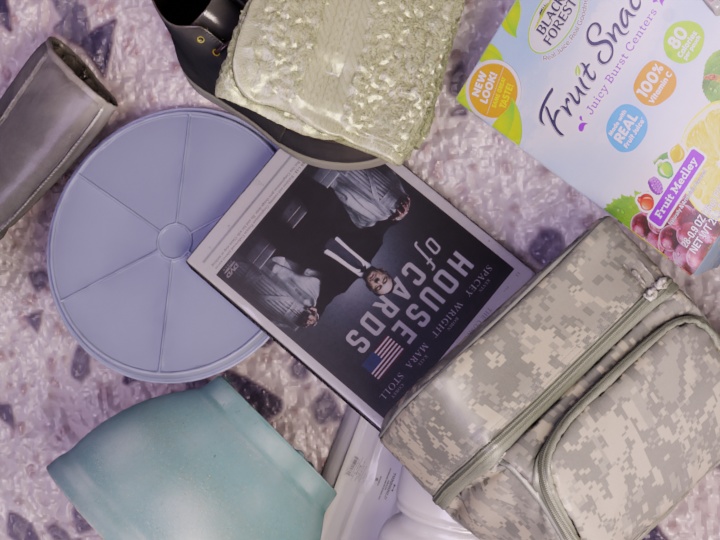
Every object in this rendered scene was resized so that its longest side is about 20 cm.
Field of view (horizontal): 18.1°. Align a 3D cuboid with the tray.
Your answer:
[{"bbox_3d":[0.021,0.147,1.592,0.107,0.022,0.201,27,107,21],"label":"tray"}]

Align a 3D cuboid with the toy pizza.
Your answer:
[{"bbox_3d":[-0.128,-0.017,1.616,0.198,0.032,0.202,-3,76,14],"label":"toy pizza"}]

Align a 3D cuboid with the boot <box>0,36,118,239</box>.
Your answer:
[{"bbox_3d":[-0.280,-0.088,1.679,0.182,0.072,0.201,40,106,36],"label":"boot"}]

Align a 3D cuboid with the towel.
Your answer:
[{"bbox_3d":[-0.001,-0.181,1.495,0.147,0.036,0.202,19,80,-5],"label":"towel"}]

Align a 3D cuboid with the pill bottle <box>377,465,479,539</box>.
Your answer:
[{"bbox_3d":[0.061,0.229,1.532,0.113,0.114,0.202,14,102,23],"label":"pill bottle"}]

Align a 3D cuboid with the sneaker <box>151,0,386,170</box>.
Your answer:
[{"bbox_3d":[-0.058,-0.136,1.530,0.199,0.106,0.075,23,74,27],"label":"sneaker"}]

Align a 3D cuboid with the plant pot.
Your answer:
[{"bbox_3d":[-0.101,0.160,1.575,0.134,0.200,0.200,-44,76,-5],"label":"plant pot"}]

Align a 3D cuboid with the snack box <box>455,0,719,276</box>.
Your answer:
[{"bbox_3d":[0.187,-0.123,1.453,0.200,0.068,0.169,37,109,18],"label":"snack box"}]

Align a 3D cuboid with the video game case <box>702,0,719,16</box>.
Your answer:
[{"bbox_3d":[0.217,-0.277,1.410,0.143,0.018,0.201,-37,73,3],"label":"video game case"}]

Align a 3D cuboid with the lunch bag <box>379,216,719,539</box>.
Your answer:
[{"bbox_3d":[0.139,0.091,1.424,0.168,0.200,0.139,48,154,4],"label":"lunch bag"}]

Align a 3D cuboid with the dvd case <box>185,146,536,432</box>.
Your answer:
[{"bbox_3d":[0.000,0.000,1.552,0.200,0.025,0.151,39,87,17],"label":"dvd case"}]
